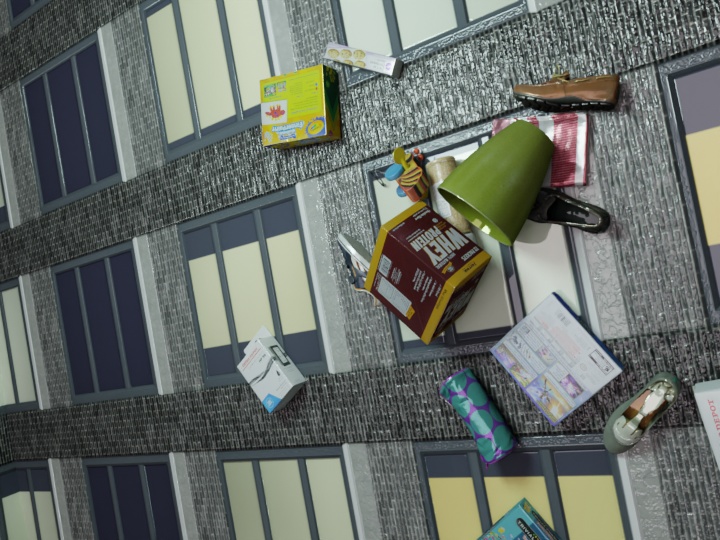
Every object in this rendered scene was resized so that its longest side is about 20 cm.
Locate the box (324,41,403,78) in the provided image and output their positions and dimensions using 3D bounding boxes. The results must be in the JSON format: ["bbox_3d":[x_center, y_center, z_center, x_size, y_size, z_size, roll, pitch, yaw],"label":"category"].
[{"bbox_3d":[0.005,-0.497,1.416,0.198,0.038,0.042,25,107,27],"label":"box"}]

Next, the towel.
[{"bbox_3d":[0.362,-0.242,1.228,0.197,0.023,0.147,3,92,30],"label":"towel"}]

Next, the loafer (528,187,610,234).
[{"bbox_3d":[0.394,-0.123,1.198,0.197,0.063,0.073,18,100,28],"label":"loafer"}]

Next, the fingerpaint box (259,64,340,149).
[{"bbox_3d":[-0.150,-0.401,1.496,0.197,0.073,0.171,-3,91,31],"label":"fingerpaint box"}]

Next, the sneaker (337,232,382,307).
[{"bbox_3d":[0.000,0.000,1.432,0.200,0.078,0.080,47,109,17],"label":"sneaker"}]

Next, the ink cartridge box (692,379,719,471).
[{"bbox_3d":[0.699,0.254,1.032,0.197,0.083,0.148,-20,83,30],"label":"ink cartridge box"}]

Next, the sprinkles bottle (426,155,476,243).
[{"bbox_3d":[0.197,-0.143,1.310,0.067,0.068,0.204,-16,85,30],"label":"sprinkles bottle"}]

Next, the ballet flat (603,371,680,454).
[{"bbox_3d":[0.529,0.276,1.146,0.067,0.063,0.202,40,112,22],"label":"ballet flat"}]

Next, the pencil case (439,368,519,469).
[{"bbox_3d":[0.253,0.316,1.301,0.092,0.085,0.202,-36,75,11],"label":"pencil case"}]

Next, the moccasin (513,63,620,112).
[{"bbox_3d":[0.400,-0.356,1.174,0.198,0.073,0.079,7,86,33],"label":"moccasin"}]

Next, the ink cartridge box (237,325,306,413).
[{"bbox_3d":[-0.250,0.260,1.604,0.201,0.067,0.116,49,115,19],"label":"ink cartridge box"}]

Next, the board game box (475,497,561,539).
[{"bbox_3d":[0.335,0.617,1.294,0.151,0.047,0.201,47,114,19],"label":"board game box"}]

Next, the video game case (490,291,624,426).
[{"bbox_3d":[0.397,0.180,1.228,0.182,0.045,0.201,-47,70,23],"label":"video game case"}]

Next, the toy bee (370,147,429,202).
[{"bbox_3d":[0.103,-0.228,1.337,0.109,0.131,0.200,-42,52,-2],"label":"toy bee"}]

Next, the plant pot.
[{"bbox_3d":[0.282,-0.186,1.180,0.186,0.187,0.201,38,92,22],"label":"plant pot"}]

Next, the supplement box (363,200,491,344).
[{"bbox_3d":[0.136,0.004,1.275,0.199,0.132,0.199,41,143,21],"label":"supplement box"}]
